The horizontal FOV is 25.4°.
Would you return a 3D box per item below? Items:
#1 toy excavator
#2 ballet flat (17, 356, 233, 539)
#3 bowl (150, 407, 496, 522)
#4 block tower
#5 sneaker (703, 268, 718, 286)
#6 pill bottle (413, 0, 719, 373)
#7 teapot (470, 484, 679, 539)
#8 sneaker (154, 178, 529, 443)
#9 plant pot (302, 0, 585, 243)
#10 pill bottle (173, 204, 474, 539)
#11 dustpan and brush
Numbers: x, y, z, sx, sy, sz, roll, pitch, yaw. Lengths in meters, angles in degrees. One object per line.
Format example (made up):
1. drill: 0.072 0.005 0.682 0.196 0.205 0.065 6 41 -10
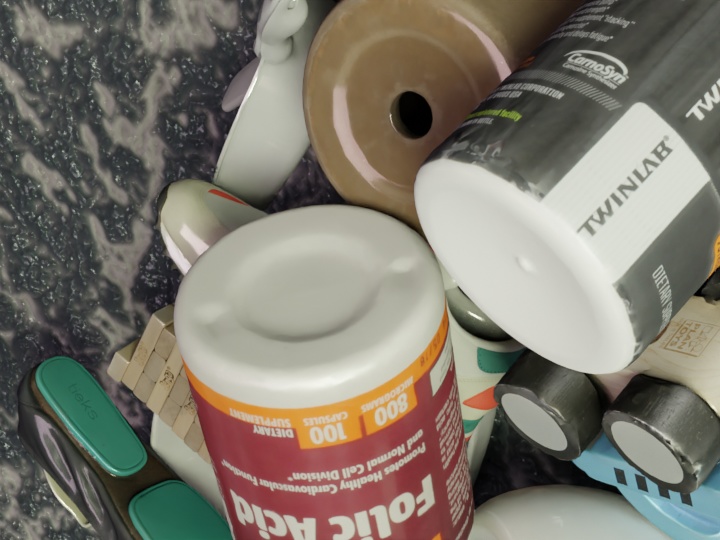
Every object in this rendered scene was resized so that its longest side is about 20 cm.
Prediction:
1. toy excavator: 0.183 0.094 0.689 0.194 0.100 0.200 13 144 51
2. ballet flat: -0.137 0.139 0.938 0.200 0.073 0.073 47 128 18
3. bowl: -0.014 0.081 0.918 0.199 0.075 0.200 31 124 22
4. block tower: -0.043 0.091 0.863 0.200 0.054 0.058 39 125 14
5. sneaker: 0.198 -0.041 0.713 0.073 0.116 0.200 26 159 -10
6. pill bottle: 0.121 -0.064 0.606 0.106 0.200 0.106 39 160 17
7. teapot: 0.128 0.192 0.761 0.198 0.145 0.201 105 159 -51
8. sneaker: 0.000 0.000 0.767 0.199 0.070 0.093 36 117 -14
9. plant pot: 0.067 -0.092 0.728 0.199 0.174 0.201 13 115 29
10. pill bottle: -0.009 0.082 0.708 0.114 0.114 0.201 16 136 29
11. dustpan and brush: -0.039 -0.097 0.770 0.057 0.140 0.200 26 165 -13
